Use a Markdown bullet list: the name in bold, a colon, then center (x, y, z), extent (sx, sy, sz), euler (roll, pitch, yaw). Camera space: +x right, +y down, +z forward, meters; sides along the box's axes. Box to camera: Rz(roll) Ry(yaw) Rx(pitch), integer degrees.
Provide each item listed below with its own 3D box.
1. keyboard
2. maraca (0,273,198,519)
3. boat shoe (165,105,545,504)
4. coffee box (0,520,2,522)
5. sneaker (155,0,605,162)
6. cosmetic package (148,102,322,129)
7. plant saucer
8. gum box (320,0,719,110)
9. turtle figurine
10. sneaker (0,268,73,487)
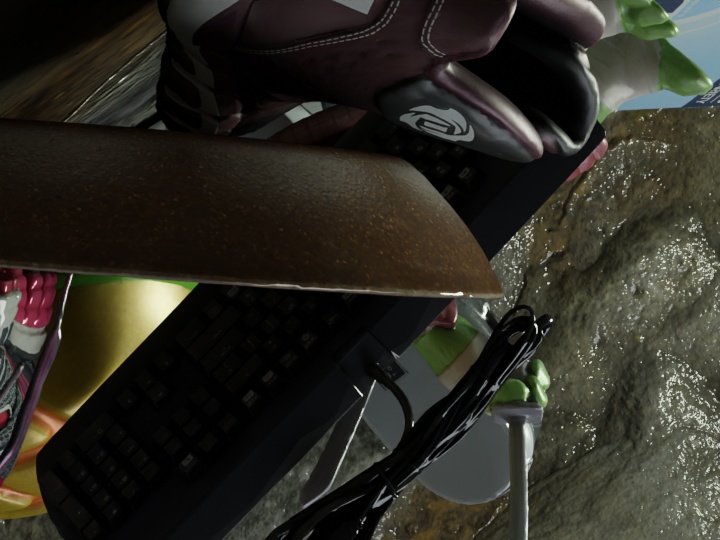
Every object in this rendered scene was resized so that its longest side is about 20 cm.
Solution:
- **keyboard**: center (-0.005, 0.020, 0.741), extent (0.200, 0.127, 0.021), euler (-47, 137, -5)
- **maraca**: center (-0.124, 0.035, 0.854), extent (0.136, 0.108, 0.200), euler (-7, 162, -24)
- **boat shoe**: center (0.000, 0.000, 0.960), extent (0.068, 0.201, 0.057), euler (-30, -168, 34)
- **coffee box**: center (-0.214, 0.097, 1.220), extent (0.113, 0.080, 0.200), euler (-35, 178, -8)
- **sneaker**: center (0.007, -0.056, 0.688), extent (0.200, 0.115, 0.076), euler (100, 13, -87)
- **cosmetic package**: center (-0.053, -0.012, 1.016), extent (0.199, 0.108, 0.085), euler (-32, 177, -32)
- **plant saucer**: center (-0.060, -0.018, 0.659), extent (0.198, 0.037, 0.200), euler (4, -179, 0)
- **gum box**: center (0.103, -0.114, 0.926), extent (0.199, 0.045, 0.170), euler (-5, 158, -32)
- **turtle figurine**: center (0.048, -0.001, 0.844), extent (0.194, 0.144, 0.200), euler (-48, -147, 2)
- **sneaker**: center (-0.120, 0.033, 0.647), extent (0.080, 0.075, 0.200), euler (5, 180, 8)
